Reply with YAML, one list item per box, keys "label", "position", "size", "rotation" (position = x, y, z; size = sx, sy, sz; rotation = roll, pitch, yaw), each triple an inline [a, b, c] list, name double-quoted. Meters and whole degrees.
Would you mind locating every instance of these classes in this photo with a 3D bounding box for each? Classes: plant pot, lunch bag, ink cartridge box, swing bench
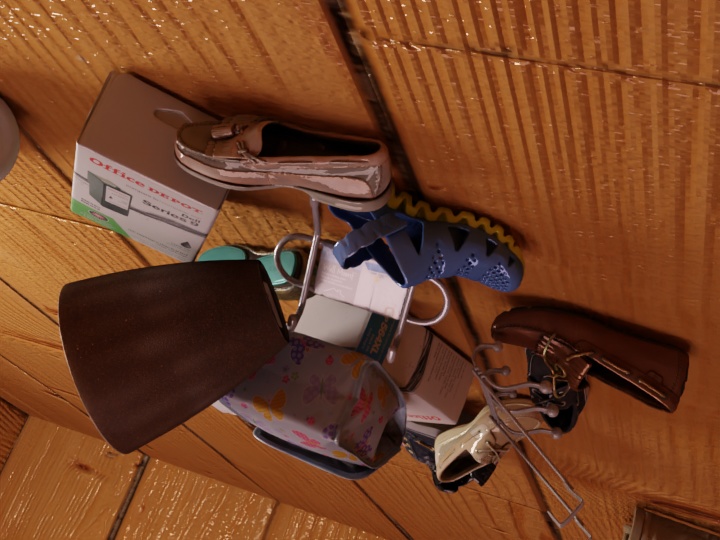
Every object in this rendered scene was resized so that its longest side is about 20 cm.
- label: "plant pot"
  position: [-0.181, 0.068, 1.095]
  size: [0.198, 0.189, 0.187]
  rotation: [-20, 152, 2]
- label: "lunch bag"
  position: [-0.047, 0.157, 1.209]
  size: [0.168, 0.128, 0.200]
  rotation: [17, 164, 23]
- label: "ink cartridge box"
  position: [-0.202, -0.093, 1.034]
  size: [0.145, 0.085, 0.200]
  rotation: [25, 160, -9]
- label: "ink cartridge box"
  position: [0.025, 0.110, 1.308]
  size: [0.145, 0.085, 0.200]
  rotation: [-3, 146, 48]
- label: "swing bench"
  position: [0.507, 0.466, 1.650]
  size: [0.197, 0.131, 0.201]
  rotation: [18, 154, 13]

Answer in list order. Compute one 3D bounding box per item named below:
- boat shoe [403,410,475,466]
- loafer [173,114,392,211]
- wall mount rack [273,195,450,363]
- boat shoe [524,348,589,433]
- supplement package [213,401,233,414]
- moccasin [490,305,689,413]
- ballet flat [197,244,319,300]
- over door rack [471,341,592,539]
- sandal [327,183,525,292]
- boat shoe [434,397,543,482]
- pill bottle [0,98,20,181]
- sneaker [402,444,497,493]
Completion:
- label: "boat shoe"
  position: [0.076, 0.226, 1.525]
  size: [0.199, 0.071, 0.091]
  rotation: [28, 131, -19]
- label: "loafer"
  position: [-0.067, -0.106, 0.908]
  size: [0.198, 0.072, 0.063]
  rotation: [13, 142, 7]
- label: "wall mount rack"
  position: [0.000, 0.000, 1.084]
  size: [0.198, 0.075, 0.175]
  rotation: [17, 121, 6]
- label: "boat shoe"
  position: [0.218, 0.133, 1.192]
  size: [0.069, 0.067, 0.200]
  rotation: [14, 158, 21]
- label: "supplement package"
  position: [-0.157, 0.148, 1.557]
  size: [0.198, 0.112, 0.156]
  rotation: [6, 155, 36]
- label: "moccasin"
  position: [0.225, 0.092, 1.062]
  size: [0.199, 0.078, 0.074]
  rotation: [20, 163, 13]
- label: "ballet flat"
  position: [-0.115, 0.007, 1.234]
  size: [0.199, 0.071, 0.071]
  rotation: [0, 150, 45]
- label: "over door rack"
  position: [0.187, 0.180, 1.082]
  size: [0.066, 0.201, 0.148]
  rotation: [-27, 148, 1]
- label: "sandal"
  position: [0.052, -0.018, 0.956]
  size: [0.198, 0.088, 0.080]
  rotation: [20, 153, 0]
- label: "boat shoe"
  position: [0.174, 0.233, 1.423]
  size: [0.072, 0.066, 0.199]
  rotation: [30, 137, -27]
- label: "pill bottle"
  position: [-0.462, -0.133, 1.161]
  size: [0.115, 0.117, 0.199]
  rotation: [34, 157, -30]
- label: "sneaker"
  position: [0.126, 0.291, 1.632]
  size: [0.199, 0.100, 0.069]
  rotation: [-1, 148, 46]
